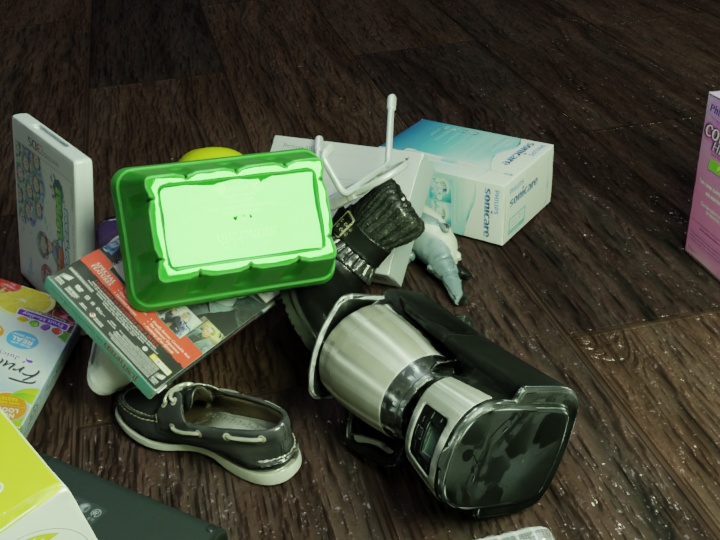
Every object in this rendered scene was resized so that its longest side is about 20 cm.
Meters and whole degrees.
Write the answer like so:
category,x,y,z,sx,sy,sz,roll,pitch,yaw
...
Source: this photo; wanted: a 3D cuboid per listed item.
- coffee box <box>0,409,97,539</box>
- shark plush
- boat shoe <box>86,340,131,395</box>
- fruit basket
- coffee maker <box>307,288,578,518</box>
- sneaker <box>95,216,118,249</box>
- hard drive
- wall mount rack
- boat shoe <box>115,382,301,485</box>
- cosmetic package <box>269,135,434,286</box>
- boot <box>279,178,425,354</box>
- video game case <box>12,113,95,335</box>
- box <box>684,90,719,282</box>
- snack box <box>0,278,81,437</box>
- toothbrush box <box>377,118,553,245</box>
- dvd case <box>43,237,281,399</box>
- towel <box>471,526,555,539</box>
category,x,y,z,sx,sy,sz,roll,pitch,yaw
coffee box,-0.277,0.194,0.585,0.200,0.198,0.200,-35,46,-26
shark plush,0.072,-0.018,1.123,0.083,0.091,0.200,-30,57,-6
boat shoe,-0.242,0.064,0.972,0.065,0.074,0.200,-39,13,7
fruit basket,-0.132,-0.050,0.908,0.215,0.156,0.216,-9,0,0
coffee maker,0.085,0.100,0.814,0.192,0.135,0.200,-21,35,-28
sneaker,-0.188,-0.019,1.035,0.200,0.076,0.088,18,19,-35
hard drive,-0.223,0.221,0.738,0.200,0.033,0.140,14,35,27
wall mount rack,-0.030,-0.112,1.029,0.200,0.075,0.174,-22,12,37
boat shoe,-0.143,0.131,0.856,0.200,0.060,0.074,17,38,31
cosmetic package,-0.029,-0.073,1.116,0.200,0.052,0.151,11,77,25
boot,-0.001,-0.002,0.976,0.158,0.079,0.211,-28,40,9
video game case,-0.341,-0.054,1.055,0.024,0.200,0.182,-13,30,-36
box,0.473,-0.099,1.049,0.176,0.200,0.097,-9,30,-11
snack box,-0.366,0.084,0.923,0.142,0.053,0.200,18,30,-7
toothbrush box,0.129,-0.119,1.230,0.200,0.085,0.146,15,34,29
dvd case,-0.181,0.020,0.918,0.146,0.022,0.200,45,42,5
towel,0.062,0.255,0.600,0.200,0.086,0.166,-9,32,-9
